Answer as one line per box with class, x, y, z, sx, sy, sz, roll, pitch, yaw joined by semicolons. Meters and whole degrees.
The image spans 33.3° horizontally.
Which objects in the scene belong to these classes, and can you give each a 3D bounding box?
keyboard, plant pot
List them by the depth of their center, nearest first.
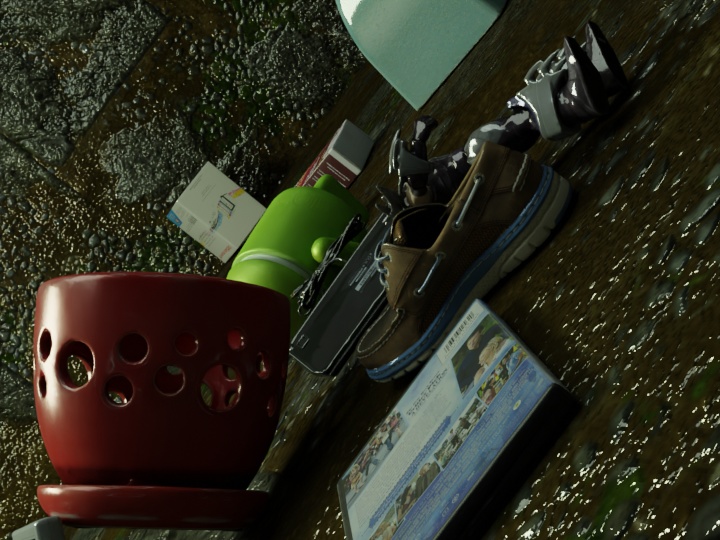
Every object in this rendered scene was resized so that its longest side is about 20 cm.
plant pot;-0.154;0.105;0.924;0.200;0.198;0.185;149;125;-67
keyboard;0.000;0.000;1.084;0.201;0.021;0.127;-53;34;-4
plant pot;0.078;-0.386;1.653;0.196;0.199;0.197;-47;10;38

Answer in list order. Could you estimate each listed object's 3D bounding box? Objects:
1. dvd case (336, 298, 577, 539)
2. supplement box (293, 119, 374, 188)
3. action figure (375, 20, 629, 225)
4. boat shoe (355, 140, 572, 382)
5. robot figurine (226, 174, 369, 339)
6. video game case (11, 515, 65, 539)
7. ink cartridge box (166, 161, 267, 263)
dvd case;0.040;0.093;0.625;0.143;0.017;0.200;-54;10;5
supplement box;-0.065;-0.128;1.879;0.200;0.061;0.109;-50;10;31
action figure;0.087;-0.083;0.818;0.199;0.070;0.130;-36;-14;33
boat shoe;0.049;-0.008;0.783;0.200;0.072;0.072;-49;10;31
robot figurine;-0.064;-0.003;1.218;0.175;0.116;0.201;-26;27;46
video game case;-0.230;0.283;0.913;0.022;0.185;0.200;-10;-10;-23
ink cartridge box;-0.372;-0.149;3.116;0.145;0.199;0.147;-55;8;-23
